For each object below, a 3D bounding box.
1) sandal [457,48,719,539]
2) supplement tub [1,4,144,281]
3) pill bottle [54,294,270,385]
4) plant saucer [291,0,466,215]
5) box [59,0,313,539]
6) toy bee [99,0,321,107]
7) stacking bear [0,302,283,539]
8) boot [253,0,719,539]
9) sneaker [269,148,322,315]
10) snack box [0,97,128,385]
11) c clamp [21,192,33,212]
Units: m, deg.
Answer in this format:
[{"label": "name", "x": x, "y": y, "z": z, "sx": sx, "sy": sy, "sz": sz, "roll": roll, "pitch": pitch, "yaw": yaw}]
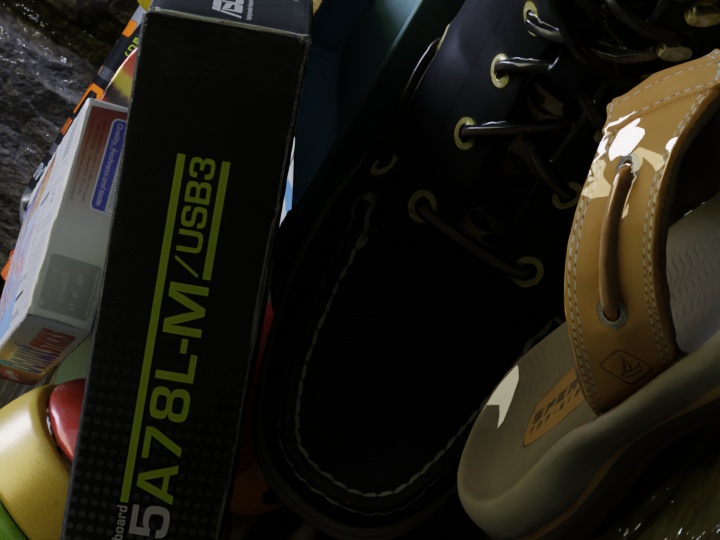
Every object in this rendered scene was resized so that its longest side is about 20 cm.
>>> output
[{"label": "sandal", "x": 0.063, "y": -0.007, "z": 0.517, "sx": 0.200, "sy": 0.054, "sz": 0.080, "roll": -49, "pitch": 11, "yaw": 47}, {"label": "supplement tub", "x": -0.103, "y": -0.057, "z": 1.360, "sx": 0.200, "sy": 0.122, "sz": 0.123, "roll": -58, "pitch": 9, "yaw": 1}, {"label": "pill bottle", "x": -0.059, "y": -0.006, "z": 1.014, "sx": 0.104, "sy": 0.104, "sz": 0.200, "roll": -51, "pitch": 12, "yaw": 36}, {"label": "plant saucer", "x": 0.024, "y": -0.096, "z": 0.676, "sx": 0.200, "sy": 0.019, "sz": 0.070, "roll": 122, "pitch": 156, "yaw": -49}, {"label": "box", "x": -0.048, "y": 0.006, "z": 0.691, "sx": 0.200, "sy": 0.047, "sz": 0.194, "roll": -92, "pitch": 10, "yaw": -73}, {"label": "toy bee", "x": -0.030, "y": -0.102, "z": 0.972, "sx": 0.200, "sy": 0.130, "sz": 0.109, "roll": -60, "pitch": -11, "yaw": -51}, {"label": "stacking bear", "x": -0.092, "y": 0.088, "z": 0.870, "sx": 0.200, "sy": 0.121, "sz": 0.114, "roll": -44, "pitch": 51, "yaw": 12}, {"label": "boot", "x": 0.043, "y": -0.038, "z": 0.599, "sx": 0.204, "sy": 0.073, "sz": 0.154, "roll": -57, "pitch": -3, "yaw": -18}, {"label": "sneaker", "x": 0.000, "y": 0.000, "z": 0.816, "sx": 0.200, "sy": 0.072, "sz": 0.073, "roll": -86, "pitch": 13, "yaw": -70}, {"label": "snack box", "x": -0.105, "y": -0.005, "z": 0.862, "sx": 0.200, "sy": 0.024, "sz": 0.072, "roll": 150, "pitch": 135, "yaw": -76}, {"label": "c clamp", "x": -0.099, "y": 0.005, "z": 1.165, "sx": 0.200, "sy": 0.027, "sz": 0.171, "roll": -68, "pitch": -31, "yaw": -64}]
